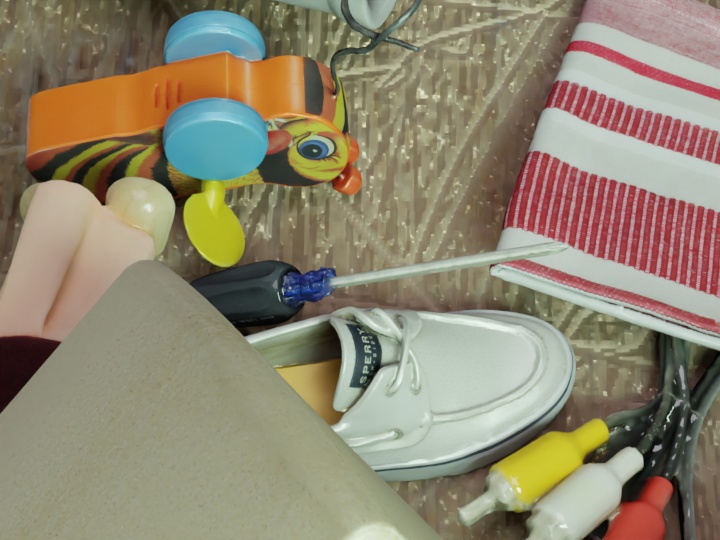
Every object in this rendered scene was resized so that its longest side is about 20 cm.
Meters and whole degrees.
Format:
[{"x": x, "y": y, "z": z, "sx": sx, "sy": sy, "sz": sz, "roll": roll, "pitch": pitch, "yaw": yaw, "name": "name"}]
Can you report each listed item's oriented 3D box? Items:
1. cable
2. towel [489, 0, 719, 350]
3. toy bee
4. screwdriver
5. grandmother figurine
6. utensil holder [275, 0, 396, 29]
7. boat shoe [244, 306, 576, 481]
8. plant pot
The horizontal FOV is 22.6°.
[{"x": 0.134, "y": 0.070, "z": 0.780, "sx": 0.097, "sy": 0.050, "sz": 0.200, "roll": 38, "pitch": 66, "yaw": 12, "name": "cable"}, {"x": 0.153, "y": -0.055, "z": 0.846, "sx": 0.143, "sy": 0.023, "sz": 0.201, "roll": 17, "pitch": 52, "yaw": 9, "name": "towel"}, {"x": -0.048, "y": -0.060, "z": 0.829, "sx": 0.198, "sy": 0.109, "sz": 0.132, "roll": 4, "pitch": 63, "yaw": 30, "name": "toy bee"}, {"x": 0.000, "y": 0.000, "z": 0.764, "sx": 0.199, "sy": 0.029, "sz": 0.028, "roll": -14, "pitch": 34, "yaw": 39, "name": "screwdriver"}, {"x": -0.134, "y": 0.039, "z": 0.718, "sx": 0.120, "sy": 0.061, "sz": 0.201, "roll": -10, "pitch": 36, "yaw": 15, "name": "grandmother figurine"}, {"x": -0.070, "y": -0.220, "z": 0.867, "sx": 0.198, "sy": 0.171, "sz": 0.171, "roll": 12, "pitch": 61, "yaw": 8, "name": "utensil holder"}, {"x": 0.000, "y": 0.048, "z": 0.775, "sx": 0.197, "sy": 0.070, "sz": 0.072, "roll": -7, "pitch": 62, "yaw": -8, "name": "boat shoe"}, {"x": -0.039, "y": 0.145, "z": 0.594, "sx": 0.200, "sy": 0.177, "sz": 0.200, "roll": -50, "pitch": 117, "yaw": -12, "name": "plant pot"}]
